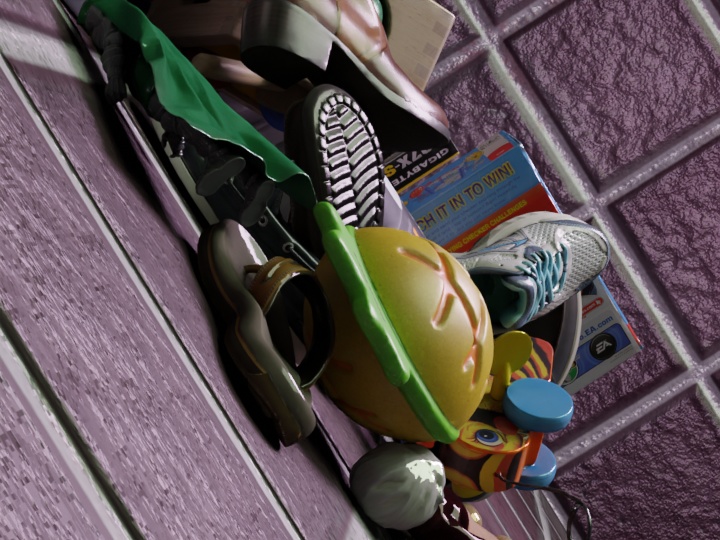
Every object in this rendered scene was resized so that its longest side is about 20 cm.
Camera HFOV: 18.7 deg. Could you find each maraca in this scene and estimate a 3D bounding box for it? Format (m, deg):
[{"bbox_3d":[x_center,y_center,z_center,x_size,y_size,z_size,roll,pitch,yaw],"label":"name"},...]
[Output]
[{"bbox_3d":[0.017,0.031,1.250,0.138,0.107,0.200,62,4,22],"label":"maraca"}]

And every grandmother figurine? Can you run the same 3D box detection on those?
[{"bbox_3d":[0.044,0.151,1.321,0.121,0.061,0.200,29,-8,27],"label":"grandmother figurine"}]

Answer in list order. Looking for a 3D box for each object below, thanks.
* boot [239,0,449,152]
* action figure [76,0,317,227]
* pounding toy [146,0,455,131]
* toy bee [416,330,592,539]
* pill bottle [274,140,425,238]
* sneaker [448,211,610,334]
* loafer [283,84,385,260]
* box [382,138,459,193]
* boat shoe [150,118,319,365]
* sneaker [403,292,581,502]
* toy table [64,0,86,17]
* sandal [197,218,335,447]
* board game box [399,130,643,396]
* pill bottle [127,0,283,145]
[{"bbox_3d":[0.002,-0.195,1.457,0.188,0.068,0.201,26,61,-33],"label":"boot"},{"bbox_3d":[-0.112,-0.104,1.257,0.118,0.055,0.200,39,8,-48],"label":"action figure"},{"bbox_3d":[-0.056,-0.159,1.532,0.184,0.143,0.200,29,-10,-28],"label":"pounding toy"},{"bbox_3d":[0.087,0.102,1.450,0.200,0.108,0.132,-120,-141,-76],"label":"toy bee"},{"bbox_3d":[0.000,0.000,1.555,0.200,0.106,0.106,55,5,-41],"label":"pill bottle"},{"bbox_3d":[0.102,0.015,1.501,0.086,0.199,0.078,17,-61,54],"label":"sneaker"},{"bbox_3d":[-0.027,-0.021,1.411,0.073,0.071,0.201,-32,121,-51],"label":"loafer"},{"bbox_3d":[-0.033,-0.132,1.799,0.200,0.159,0.049,59,3,34],"label":"box"},{"bbox_3d":[-0.063,-0.041,1.348,0.200,0.066,0.075,59,4,10],"label":"boat shoe"},{"bbox_3d":[0.098,0.078,1.576,0.075,0.201,0.106,22,4,18],"label":"sneaker"},{"bbox_3d":[-0.150,-0.229,1.373,0.184,0.117,0.200,59,5,14],"label":"toy table"},{"bbox_3d":[-0.043,0.025,1.162,0.082,0.054,0.200,57,4,-21],"label":"sandal"},{"bbox_3d":[0.082,0.030,1.680,0.196,0.200,0.056,58,0,-17],"label":"board game box"},{"bbox_3d":[-0.104,-0.188,1.685,0.200,0.111,0.111,57,4,-17],"label":"pill bottle"}]
